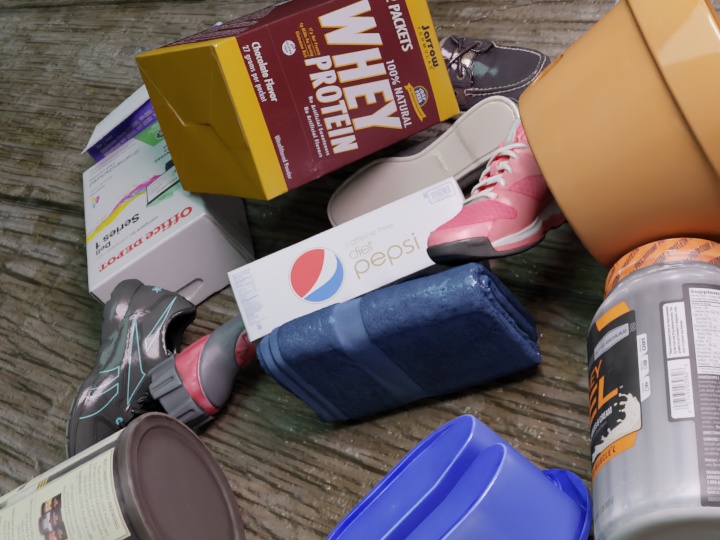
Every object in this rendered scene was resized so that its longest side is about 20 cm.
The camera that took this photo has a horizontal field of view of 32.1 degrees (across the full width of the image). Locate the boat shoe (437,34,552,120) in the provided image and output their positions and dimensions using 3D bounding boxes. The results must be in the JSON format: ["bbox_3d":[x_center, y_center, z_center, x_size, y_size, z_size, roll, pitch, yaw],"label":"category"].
[{"bbox_3d":[0.086,-0.182,1.146,0.199,0.065,0.072,9,60,44],"label":"boat shoe"}]

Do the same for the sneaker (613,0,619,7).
[{"bbox_3d":[0.245,-0.166,0.986,0.077,0.076,0.200,-34,38,4],"label":"sneaker"}]

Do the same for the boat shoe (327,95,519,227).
[{"bbox_3d":[0.064,-0.085,1.095,0.199,0.057,0.067,-30,76,21],"label":"boat shoe"}]

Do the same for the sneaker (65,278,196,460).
[{"bbox_3d":[-0.207,0.105,1.126,0.079,0.075,0.201,11,75,10],"label":"sneaker"}]

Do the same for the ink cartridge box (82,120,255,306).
[{"bbox_3d":[-0.197,-0.054,1.255,0.144,0.084,0.200,-32,40,13],"label":"ink cartridge box"}]

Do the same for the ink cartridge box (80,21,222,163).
[{"bbox_3d":[-0.216,-0.191,1.377,0.198,0.043,0.200,-39,15,4],"label":"ink cartridge box"}]

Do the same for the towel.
[{"bbox_3d":[0.028,0.054,0.941,0.199,0.112,0.049,-18,45,28],"label":"towel"}]

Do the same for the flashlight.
[{"bbox_3d":[-0.085,0.062,1.075,0.199,0.068,0.068,-31,27,7],"label":"flashlight"}]

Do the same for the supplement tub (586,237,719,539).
[{"bbox_3d":[0.200,0.086,0.758,0.122,0.123,0.201,-18,44,27],"label":"supplement tub"}]

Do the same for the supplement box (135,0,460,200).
[{"bbox_3d":[-0.059,-0.165,1.110,0.199,0.133,0.197,-26,17,-24],"label":"supplement box"}]

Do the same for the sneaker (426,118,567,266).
[{"bbox_3d":[0.116,-0.065,0.935,0.200,0.087,0.074,-27,9,-34],"label":"sneaker"}]

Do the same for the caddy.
[{"bbox_3d":[0.058,0.191,0.802,0.200,0.105,0.141,-44,15,-2],"label":"caddy"}]

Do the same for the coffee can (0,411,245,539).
[{"bbox_3d":[-0.210,0.218,0.968,0.199,0.146,0.147,-29,41,17],"label":"coffee can"}]

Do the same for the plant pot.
[{"bbox_3d":[0.198,-0.091,0.834,0.140,0.200,0.201,-29,41,19],"label":"plant pot"}]

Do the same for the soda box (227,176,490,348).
[{"bbox_3d":[0.000,0.000,1.004,0.199,0.068,0.064,-22,70,4],"label":"soda box"}]
